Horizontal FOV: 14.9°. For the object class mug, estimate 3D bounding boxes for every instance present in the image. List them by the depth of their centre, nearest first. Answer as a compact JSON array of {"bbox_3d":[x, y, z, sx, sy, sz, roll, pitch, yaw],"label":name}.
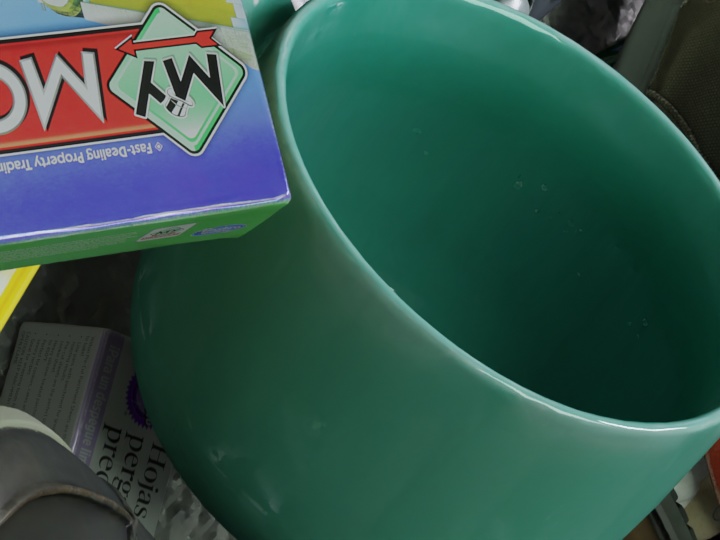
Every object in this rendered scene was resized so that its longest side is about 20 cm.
[{"bbox_3d":[0.010,0.004,0.736,0.152,0.114,0.185,4,48,-37],"label":"mug"}]

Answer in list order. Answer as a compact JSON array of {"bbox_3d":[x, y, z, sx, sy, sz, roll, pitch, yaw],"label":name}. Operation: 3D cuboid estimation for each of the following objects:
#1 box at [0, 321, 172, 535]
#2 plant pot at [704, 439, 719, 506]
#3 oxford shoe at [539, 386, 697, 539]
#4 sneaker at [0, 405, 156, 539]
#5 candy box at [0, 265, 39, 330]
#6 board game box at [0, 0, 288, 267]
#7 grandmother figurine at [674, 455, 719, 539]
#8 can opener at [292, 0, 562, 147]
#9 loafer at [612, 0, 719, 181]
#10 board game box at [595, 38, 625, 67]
[{"bbox_3d":[-0.094,0.114,0.744,0.039,0.041,0.201,26,73,-43],"label":"box"},{"bbox_3d":[0.236,0.015,0.828,0.201,0.195,0.201,-21,116,-50],"label":"plant pot"},{"bbox_3d":[0.059,0.125,0.839,0.084,0.073,0.200,-30,132,-33],"label":"oxford shoe"},{"bbox_3d":[-0.043,0.096,0.635,0.075,0.106,0.200,-61,159,-11],"label":"sneaker"},{"bbox_3d":[-0.117,-0.011,0.592,0.102,0.026,0.200,50,55,-36],"label":"candy box"},{"bbox_3d":[-0.121,-0.061,0.546,0.200,0.029,0.135,-10,79,-31],"label":"board game box"},{"bbox_3d":[0.126,0.101,0.917,0.200,0.060,0.121,57,47,-47],"label":"grandmother figurine"},{"bbox_3d":[0.041,-0.094,0.848,0.200,0.063,0.079,-36,122,-37],"label":"can opener"},{"bbox_3d":[0.136,-0.095,0.888,0.075,0.070,0.200,37,68,-57],"label":"loafer"},{"bbox_3d":[0.069,0.010,0.904,0.200,0.029,0.135,-29,112,-40],"label":"board game box"}]
